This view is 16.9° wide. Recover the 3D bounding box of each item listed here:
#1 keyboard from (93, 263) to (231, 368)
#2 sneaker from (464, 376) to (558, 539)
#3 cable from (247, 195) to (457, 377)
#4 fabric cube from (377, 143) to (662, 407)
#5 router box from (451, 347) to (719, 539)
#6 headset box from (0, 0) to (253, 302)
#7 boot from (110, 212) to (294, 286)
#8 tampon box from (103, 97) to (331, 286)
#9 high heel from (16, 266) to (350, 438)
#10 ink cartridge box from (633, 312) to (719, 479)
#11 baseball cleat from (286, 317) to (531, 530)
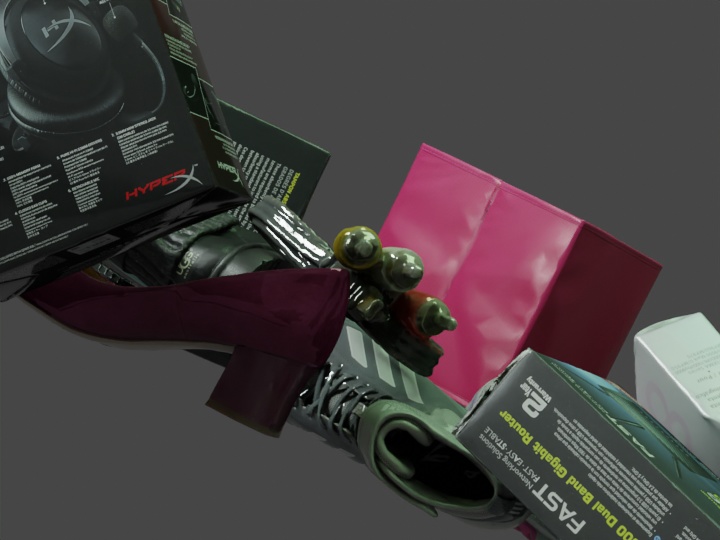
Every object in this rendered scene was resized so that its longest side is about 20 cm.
[{"bbox_3d":[-0.157,0.010,1.530,0.127,0.021,0.200,25,2,-40],"label":"keyboard"},{"bbox_3d":[0.125,0.121,1.358,0.200,0.088,0.081,28,2,26],"label":"sneaker"},{"bbox_3d":[0.000,0.000,1.350,0.097,0.050,0.200,45,-2,-22],"label":"cable"},{"bbox_3d":[0.129,0.025,2.286,0.200,0.200,0.196,28,3,31],"label":"fabric cube"},{"bbox_3d":[0.155,0.132,1.220,0.200,0.062,0.150,43,9,23],"label":"router box"},{"bbox_3d":[-0.161,-0.104,1.230,0.077,0.148,0.201,22,46,-77],"label":"headset box"},{"bbox_3d":[-0.097,-0.011,1.518,0.158,0.080,0.211,31,-2,23],"label":"boot"},{"bbox_3d":[-0.139,-0.058,1.655,0.200,0.127,0.150,26,-9,-3],"label":"tampon box"},{"bbox_3d":[-0.104,0.003,1.288,0.200,0.096,0.067,27,2,9],"label":"high heel"},{"bbox_3d":[0.218,0.143,1.325,0.200,0.057,0.163,-120,-164,-44],"label":"ink cartridge box"},{"bbox_3d":[0.006,0.073,1.318,0.200,0.070,0.106,27,1,24],"label":"baseball cleat"}]
